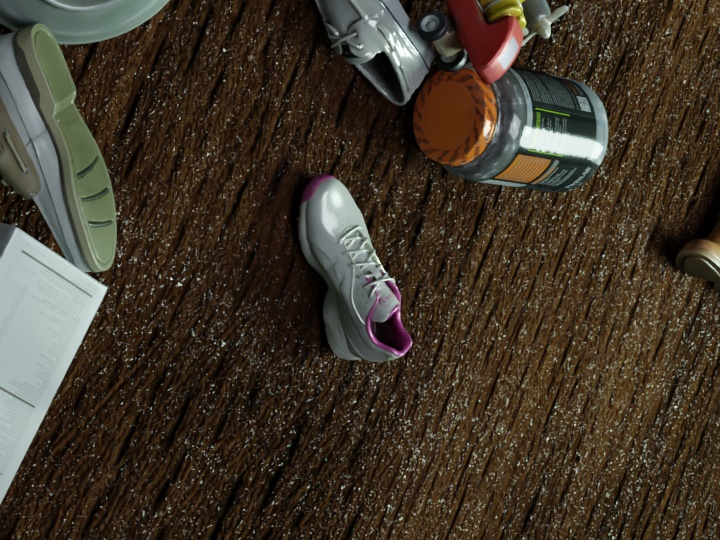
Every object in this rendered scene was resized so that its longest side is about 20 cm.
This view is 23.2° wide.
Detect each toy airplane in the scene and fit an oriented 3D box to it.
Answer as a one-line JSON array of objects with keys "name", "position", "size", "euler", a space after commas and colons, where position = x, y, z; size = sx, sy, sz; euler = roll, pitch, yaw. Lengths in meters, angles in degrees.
[{"name": "toy airplane", "position": [0.132, -0.298, 1.695], "size": [0.200, 0.140, 0.200], "euler": [-53, 133, -63]}]

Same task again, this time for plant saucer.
[{"name": "plant saucer", "position": [-0.217, -0.258, 1.358], "size": [0.199, 0.050, 0.201], "euler": [-10, 127, -14]}]

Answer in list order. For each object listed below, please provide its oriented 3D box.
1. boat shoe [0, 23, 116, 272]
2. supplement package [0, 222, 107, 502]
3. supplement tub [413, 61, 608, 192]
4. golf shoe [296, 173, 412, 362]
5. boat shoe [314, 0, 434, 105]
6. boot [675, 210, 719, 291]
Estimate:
[{"name": "boat shoe", "position": [-0.252, -0.091, 1.395], "size": [0.075, 0.068, 0.201], "euler": [-35, 110, -73]}, {"name": "supplement package", "position": [-0.308, 0.069, 1.368], "size": [0.114, 0.109, 0.201], "euler": [39, 71, -45]}, {"name": "supplement tub", "position": [0.153, -0.148, 1.799], "size": [0.199, 0.122, 0.123], "euler": [5, 96, -47]}, {"name": "golf shoe", "position": [0.000, 0.000, 1.696], "size": [0.075, 0.091, 0.201], "euler": [-36, 123, -34]}, {"name": "boat shoe", "position": [0.000, -0.227, 1.659], "size": [0.200, 0.072, 0.066], "euler": [45, 62, -52]}, {"name": "boot", "position": [0.462, -0.058, 2.191], "size": [0.200, 0.073, 0.156], "euler": [24, 83, -59]}]
